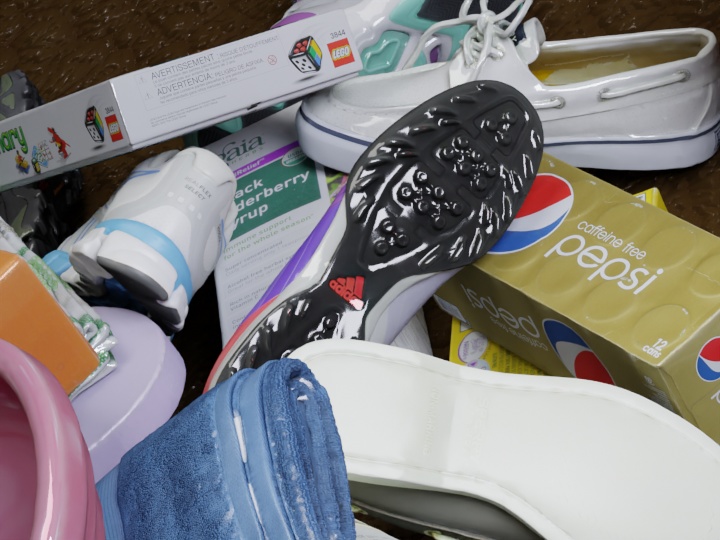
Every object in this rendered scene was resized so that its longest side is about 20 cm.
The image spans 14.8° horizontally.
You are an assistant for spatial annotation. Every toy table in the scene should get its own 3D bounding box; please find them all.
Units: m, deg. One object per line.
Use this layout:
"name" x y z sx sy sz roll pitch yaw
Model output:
"toy table" -0.147 0.109 1.247 0.200 0.117 0.184 -12 39 29

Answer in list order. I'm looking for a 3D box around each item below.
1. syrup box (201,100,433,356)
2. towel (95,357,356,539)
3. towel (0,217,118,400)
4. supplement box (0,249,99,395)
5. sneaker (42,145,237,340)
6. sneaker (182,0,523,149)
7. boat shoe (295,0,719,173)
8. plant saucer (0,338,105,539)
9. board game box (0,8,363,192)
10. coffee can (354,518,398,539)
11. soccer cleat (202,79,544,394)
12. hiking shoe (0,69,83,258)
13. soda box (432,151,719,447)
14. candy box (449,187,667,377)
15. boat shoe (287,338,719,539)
"syrup box" -0.020 0.006 1.307 0.079 0.082 0.200 -24 36 9
"towel" -0.084 0.120 0.988 0.200 0.048 0.112 -40 43 25
"towel" -0.202 0.038 1.253 0.149 0.031 0.200 -38 33 -7
"supplement box" -0.197 0.023 1.184 0.067 0.069 0.200 -47 30 -21
"sneaker" -0.093 -0.013 1.287 0.087 0.075 0.200 -55 10 -14
"sneaker" -0.022 -0.125 1.491 0.200 0.078 0.140 -29 31 -12
"boat shoe" 0.070 -0.093 1.288 0.201 0.086 0.075 0 34 2
"plant saucer" -0.159 0.122 0.991 0.200 0.051 0.201 -28 47 34
"board game box" -0.102 -0.076 1.316 0.126 0.035 0.200 -20 5 -31
"coffee can" -0.017 0.165 1.043 0.146 0.146 0.200 -45 36 -19
"soccer cleat" 0.000 0.000 1.174 0.200 0.068 0.073 -52 10 -11
"hiking shoe" -0.209 -0.036 1.519 0.101 0.076 0.200 -22 35 9
"soda box" 0.100 0.008 1.179 0.068 0.064 0.200 -41 37 -14
"candy box" 0.087 0.047 1.218 0.102 0.026 0.200 -15 37 18
"boat shoe" 0.059 0.078 1.102 0.201 0.060 0.072 16 71 -3
